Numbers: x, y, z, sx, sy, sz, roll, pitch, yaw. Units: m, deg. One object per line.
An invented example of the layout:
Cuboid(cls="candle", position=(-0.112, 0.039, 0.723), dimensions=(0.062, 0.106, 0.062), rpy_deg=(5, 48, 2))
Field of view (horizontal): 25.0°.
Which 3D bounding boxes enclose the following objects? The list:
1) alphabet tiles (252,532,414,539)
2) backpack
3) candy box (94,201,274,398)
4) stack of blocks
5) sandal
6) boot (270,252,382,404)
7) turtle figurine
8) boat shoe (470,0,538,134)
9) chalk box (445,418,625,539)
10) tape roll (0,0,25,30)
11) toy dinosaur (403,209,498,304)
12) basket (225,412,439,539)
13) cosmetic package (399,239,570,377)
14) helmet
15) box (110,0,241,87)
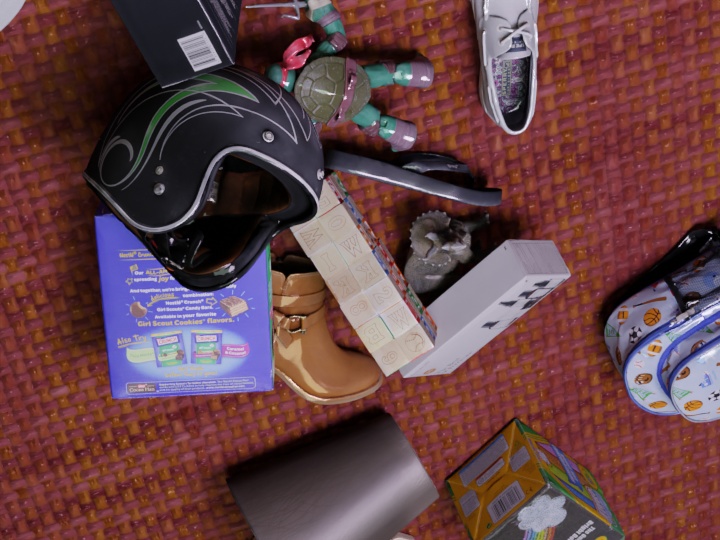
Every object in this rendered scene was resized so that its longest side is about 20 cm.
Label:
Cuboid(cls="alphabet tiles", position=(-0.034, 0.337, 1.966), dimensions=(0.199, 0.015, 0.196), rpy_deg=(20, 115, -27))
Cuboid(cls="backpack", position=(0.378, 0.082, 1.830), dimensions=(0.190, 0.154, 0.200), rpy_deg=(-25, 131, 15))
Cuboid(cls="candy box", position=(-0.173, 0.021, 1.632), dimensions=(0.168, 0.077, 0.201), rpy_deg=(-2, 113, -3))
Cuboid(cls="stack of blocks", position=(0.000, 0.000, 1.653), dimensions=(0.058, 0.115, 0.200), rpy_deg=(-32, 95, 8))
Cuboid(cls="sandal", position=(0.062, -0.102, 1.656), dimensions=(0.199, 0.076, 0.043), rpy_deg=(13, 93, -24))
Cuboid(cls="boot", position=(-0.053, 0.059, 1.733), dimensions=(0.199, 0.074, 0.155), rpy_deg=(5, 119, -22))
Cuboid(cls="turtle figurine", position=(-0.031, -0.179, 1.561), dimensions=(0.199, 0.101, 0.150), rpy_deg=(11, 120, -29))
Cuboid(cls="boat shoe", position=(0.144, -0.226, 1.590), dimensions=(0.072, 0.069, 0.201), rpy_deg=(-6, 126, -12))
Cuboid(cls="chalk box", position=(0.222, 0.295, 1.944), dimensions=(0.125, 0.124, 0.200), rpy_deg=(-43, 125, 14))
Cuboid(cls="tape roll", position=(-0.381, -0.287, 1.400), dimensions=(0.199, 0.066, 0.201), rpy_deg=(-8, 125, -11))
Cuboid(cls="toy dinosaur", position=(0.086, -0.013, 1.728), dimensions=(0.102, 0.077, 0.200), rpy_deg=(-4, 156, -16))
Cuboid(cls="basket", position=(-0.024, 0.258, 1.836), dimensions=(0.200, 0.181, 0.136), rpy_deg=(-32, 156, -5))
Cuboid(cls="cosmetic package", position=(0.124, 0.043, 1.727), dimensions=(0.082, 0.051, 0.200), rpy_deg=(1, 146, -46))
Cuboid(cls="helmet", position=(-0.135, -0.097, 1.482), dimensions=(0.191, 0.200, 0.200), rpy_deg=(-44, 126, -7))
Cuboid(cls="box", position=(-0.178, -0.283, 1.407), dimensions=(0.079, 0.141, 0.200), rpy_deg=(-15, 128, 17))
